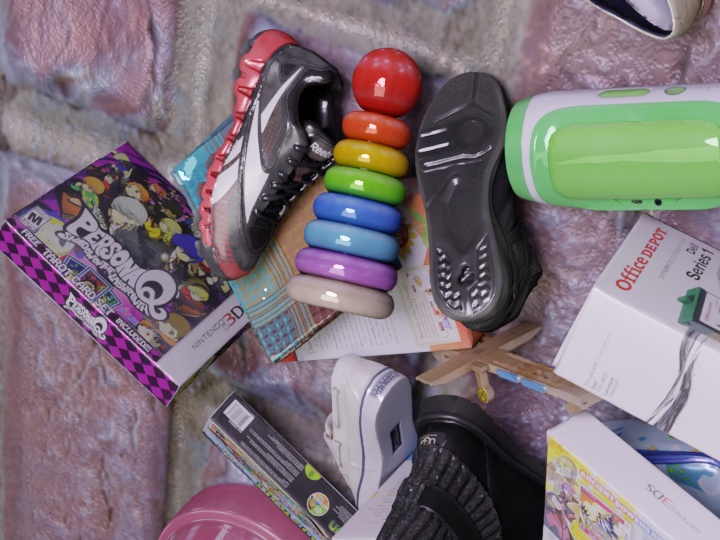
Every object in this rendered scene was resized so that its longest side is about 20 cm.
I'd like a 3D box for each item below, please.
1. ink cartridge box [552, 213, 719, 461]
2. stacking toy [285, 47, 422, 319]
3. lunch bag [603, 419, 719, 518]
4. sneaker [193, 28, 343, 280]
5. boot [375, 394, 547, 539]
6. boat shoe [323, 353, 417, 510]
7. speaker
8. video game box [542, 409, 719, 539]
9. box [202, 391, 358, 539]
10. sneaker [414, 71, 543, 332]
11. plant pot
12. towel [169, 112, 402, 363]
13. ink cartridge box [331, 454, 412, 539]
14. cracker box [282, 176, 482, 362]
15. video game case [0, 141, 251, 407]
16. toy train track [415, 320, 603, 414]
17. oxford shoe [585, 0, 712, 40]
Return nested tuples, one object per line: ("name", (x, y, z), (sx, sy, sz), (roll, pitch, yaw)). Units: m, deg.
("ink cartridge box", (0.259, 0.058, 1.067), (0.198, 0.146, 0.085), (28, 123, 12))
("stacking toy", (0.002, -0.069, 1.110), (0.084, 0.085, 0.203), (11, 88, 23))
("lunch bag", (0.255, 0.223, 1.196), (0.159, 0.082, 0.202), (-2, 112, 32))
("sneaker", (-0.067, -0.083, 1.150), (0.097, 0.071, 0.203), (20, 95, 30))
("boot", (0.093, 0.219, 1.175), (0.079, 0.159, 0.211), (-19, 131, 40))
("boat shoe", (0.003, 0.145, 1.277), (0.069, 0.071, 0.201), (29, 149, 25))
("speaker", (0.208, -0.090, 1.057), (0.198, 0.088, 0.090), (1, 115, 28))
("video game box", (0.215, 0.229, 1.088), (0.200, 0.047, 0.184), (40, 149, 38))
("box", (-0.060, 0.199, 1.341), (0.200, 0.035, 0.110), (44, 164, 2))
("sneaker", (0.092, -0.046, 1.131), (0.075, 0.114, 0.202), (-9, 71, 16))
("plant pot", (-0.135, 0.333, 1.397), (0.198, 0.179, 0.202), (12, 119, 23))
("towel", (-0.065, -0.046, 1.199), (0.146, 0.022, 0.201), (-38, 68, 23))
("ink cartridge box", (0.047, 0.242, 1.235), (0.067, 0.200, 0.116), (-5, 112, 38))
("cracker box", (0.000, 0.000, 1.230), (0.198, 0.058, 0.136), (-6, 110, 29))
("video game case", (-0.185, -0.003, 1.251), (0.200, 0.181, 0.036), (43, 127, 3))
("toy train track", (0.121, 0.086, 1.148), (0.199, 0.114, 0.033), (17, 127, 58))
("oxford shoe", (0.156, -0.234, 1.017), (0.199, 0.074, 0.071), (36, 126, 7))
